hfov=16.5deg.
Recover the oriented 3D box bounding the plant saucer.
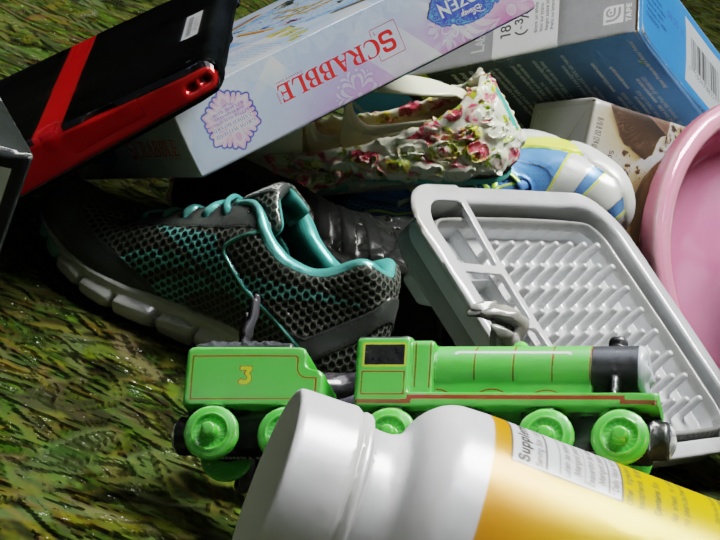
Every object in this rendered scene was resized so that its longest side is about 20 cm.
[{"bbox_3d":[0.234,0.000,1.422,0.200,0.201,0.051,13,-16,-30],"label":"plant saucer"}]

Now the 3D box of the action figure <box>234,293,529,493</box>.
[{"bbox_3d":[0.040,0.071,1.047,0.200,0.102,0.119,18,15,-5],"label":"action figure"}]

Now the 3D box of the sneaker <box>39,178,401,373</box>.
[{"bbox_3d":[-0.061,-0.007,1.169,0.200,0.091,0.078,29,16,20],"label":"sneaker"}]

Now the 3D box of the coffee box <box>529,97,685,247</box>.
[{"bbox_3d":[0.195,-0.023,1.491,0.200,0.113,0.080,14,-5,-25],"label":"coffee box"}]

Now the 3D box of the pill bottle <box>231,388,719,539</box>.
[{"bbox_3d":[0.056,0.115,0.903,0.200,0.111,0.111,21,16,-7],"label":"pill bottle"}]

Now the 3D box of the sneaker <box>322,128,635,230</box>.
[{"bbox_3d":[0.048,-0.029,1.384,0.200,0.076,0.105,4,30,27],"label":"sneaker"}]

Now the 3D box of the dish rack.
[{"bbox_3d":[0.104,0.036,1.260,0.200,0.044,0.172,-1,53,-54],"label":"dish rack"}]

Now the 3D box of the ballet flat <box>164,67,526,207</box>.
[{"bbox_3d":[-0.011,-0.074,1.342,0.200,0.064,0.076,-8,24,5],"label":"ballet flat"}]

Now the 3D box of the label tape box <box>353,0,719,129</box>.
[{"bbox_3d":[0.106,-0.119,1.524,0.200,0.063,0.144,-10,-28,26],"label":"label tape box"}]

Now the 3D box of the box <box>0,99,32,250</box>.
[{"bbox_3d":[-0.219,-0.028,0.925,0.124,0.149,0.200,13,18,-26],"label":"box"}]

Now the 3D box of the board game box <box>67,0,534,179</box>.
[{"bbox_3d":[-0.043,-0.105,1.266,0.199,0.041,0.200,-28,13,-21],"label":"board game box"}]

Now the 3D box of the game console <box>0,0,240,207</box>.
[{"bbox_3d":[-0.139,-0.076,1.190,0.200,0.177,0.031,-93,159,-72],"label":"game console"}]

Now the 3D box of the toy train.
[{"bbox_3d":[0.024,0.054,0.973,0.200,0.056,0.042,0,-23,10],"label":"toy train"}]

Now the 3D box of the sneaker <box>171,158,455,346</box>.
[{"bbox_3d":[0.001,-0.003,1.305,0.200,0.060,0.104,32,20,13],"label":"sneaker"}]
